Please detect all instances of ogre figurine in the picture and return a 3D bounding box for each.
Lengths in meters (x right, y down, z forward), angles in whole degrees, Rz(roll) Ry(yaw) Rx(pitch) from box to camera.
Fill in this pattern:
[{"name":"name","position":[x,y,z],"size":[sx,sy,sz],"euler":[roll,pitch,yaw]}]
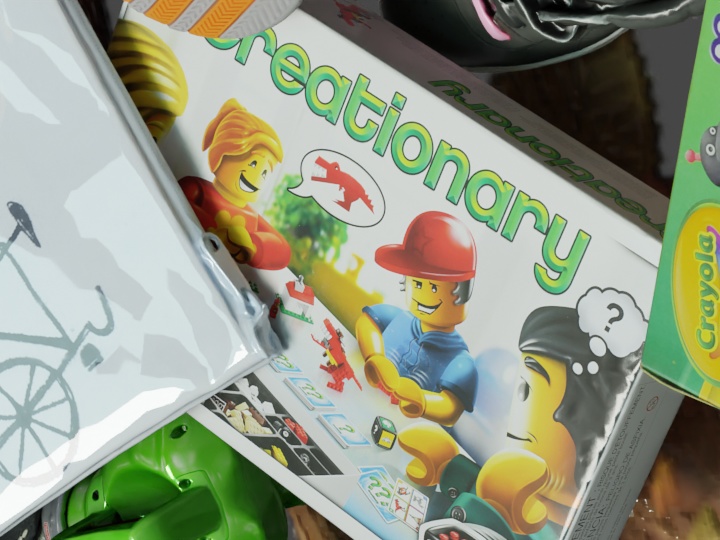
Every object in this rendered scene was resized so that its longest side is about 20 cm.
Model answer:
[{"name":"ogre figurine","position":[-0.069,0.079,0.898],"size":[0.120,0.098,0.201],"euler":[-10,82,54]}]

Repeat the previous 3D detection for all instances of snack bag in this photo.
[{"name":"snack bag","position":[-0.140,-0.008,0.815],"size":[0.200,0.021,0.189],"euler":[-34,78,21]}]

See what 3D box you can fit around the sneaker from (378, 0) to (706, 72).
[{"name":"sneaker","position":[0.050,-0.090,0.714],"size":[0.200,0.099,0.071],"euler":[-19,96,48]}]

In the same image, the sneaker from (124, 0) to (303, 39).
[{"name":"sneaker","position":[-0.003,-0.150,0.698],"size":[0.077,0.112,0.200],"euler":[28,145,-23]}]

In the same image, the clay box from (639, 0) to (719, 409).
[{"name":"clay box","position":[0.126,-0.048,0.648],"size":[0.048,0.115,0.200],"euler":[28,124,33]}]

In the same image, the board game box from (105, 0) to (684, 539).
[{"name":"board game box","position":[0.000,0.000,0.770],"size":[0.200,0.035,0.126],"euler":[34,116,28]}]

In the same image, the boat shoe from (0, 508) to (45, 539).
[{"name":"boat shoe","position":[-0.154,0.014,0.978],"size":[0.076,0.060,0.201],"euler":[-7,102,45]}]
